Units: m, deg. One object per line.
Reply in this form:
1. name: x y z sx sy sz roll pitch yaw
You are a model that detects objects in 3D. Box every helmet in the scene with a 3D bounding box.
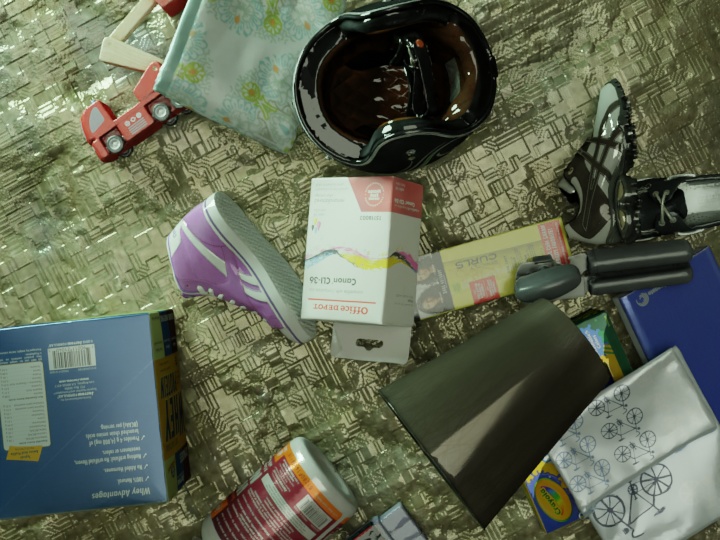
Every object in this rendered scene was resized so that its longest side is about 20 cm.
1. helmet: 0.030 -0.197 1.086 0.198 0.190 0.203 6 80 -39

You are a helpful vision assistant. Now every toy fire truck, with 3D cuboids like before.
1. toy fire truck: -0.254 -0.235 1.158 0.199 0.049 0.142 -34 89 1

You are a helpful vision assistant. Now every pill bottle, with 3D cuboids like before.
1. pill bottle: -0.109 0.292 1.127 0.200 0.110 0.110 -41 90 0

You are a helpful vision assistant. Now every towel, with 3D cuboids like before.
1. towel: -0.121 -0.258 1.130 0.170 0.048 0.202 23 84 -15

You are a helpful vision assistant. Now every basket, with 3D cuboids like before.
1. basket: 0.149 0.136 1.045 0.199 0.136 0.181 -37 77 -4

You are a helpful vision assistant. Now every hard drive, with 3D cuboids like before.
1. hard drive: 0.387 0.092 1.145 0.131 0.025 0.202 -27 94 -14

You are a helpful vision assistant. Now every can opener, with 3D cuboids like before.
1. can opener: 0.267 0.010 1.094 0.197 0.067 0.054 -7 118 7

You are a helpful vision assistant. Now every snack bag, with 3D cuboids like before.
1. snack bag: 0.317 0.215 1.097 0.187 0.021 0.201 -30 92 -1

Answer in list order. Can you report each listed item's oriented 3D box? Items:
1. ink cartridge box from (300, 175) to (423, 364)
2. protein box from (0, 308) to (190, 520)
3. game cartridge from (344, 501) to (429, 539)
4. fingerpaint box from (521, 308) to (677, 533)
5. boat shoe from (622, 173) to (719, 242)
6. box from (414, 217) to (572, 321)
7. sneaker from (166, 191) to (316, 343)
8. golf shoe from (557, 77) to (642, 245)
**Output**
1. ink cartridge box: 0.000 0.000 1.118 0.115 0.067 0.203 1 86 35
2. protein box: -0.306 0.155 1.115 0.196 0.135 0.203 -6 90 0
3. game cartridge: 0.004 0.379 1.165 0.199 0.038 0.130 -38 94 0
4. fingerpaint box: 0.240 0.169 1.142 0.165 0.073 0.202 -24 89 0
5. boat shoe: 0.366 -0.078 1.148 0.197 0.060 0.077 -14 90 0
6. box: 0.143 0.000 1.154 0.198 0.050 0.076 -14 89 0
7. sneaker: -0.143 0.019 1.157 0.114 0.073 0.201 -36 95 20
8. golf shoe: 0.267 -0.125 1.131 0.093 0.078 0.202 -5 65 22
